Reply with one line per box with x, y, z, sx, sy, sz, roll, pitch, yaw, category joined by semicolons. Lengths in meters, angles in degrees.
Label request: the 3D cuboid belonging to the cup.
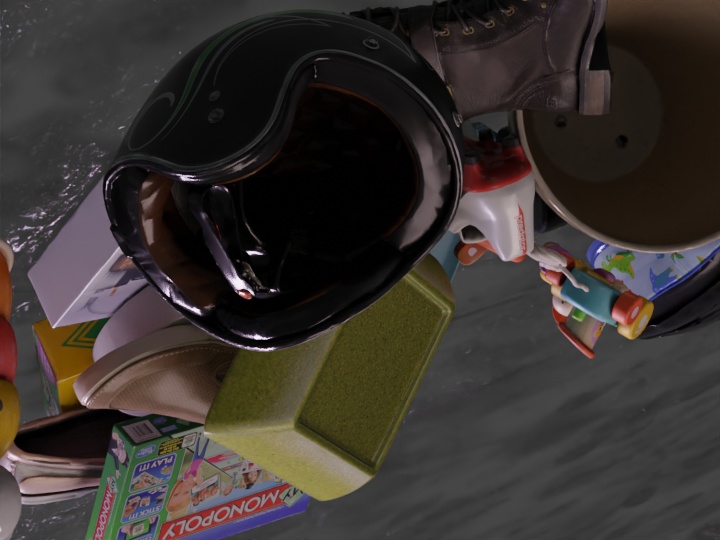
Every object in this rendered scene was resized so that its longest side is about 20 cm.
0.185;-0.113;1.634;0.200;0.201;0.143;-22;-175;-10;cup

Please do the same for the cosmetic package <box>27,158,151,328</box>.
-0.119;-0.039;1.613;0.151;0.052;0.200;-14;158;-40;cosmetic package

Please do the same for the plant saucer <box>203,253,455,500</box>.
-0.006;0.058;1.650;0.200;0.048;0.200;-64;149;-7;plant saucer

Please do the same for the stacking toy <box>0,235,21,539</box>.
-0.263;0.083;1.516;0.146;0.200;0.146;-23;162;-8;stacking toy

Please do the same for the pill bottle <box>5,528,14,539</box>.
-0.361;0.226;1.907;0.116;0.116;0.200;-13;157;-34;pill bottle

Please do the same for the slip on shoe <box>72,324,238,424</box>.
-0.107;0.081;1.651;0.200;0.061;0.076;-3;149;-45;slip on shoe

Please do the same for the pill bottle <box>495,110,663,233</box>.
0.209;-0.101;1.772;0.200;0.112;0.112;-21;161;-13;pill bottle

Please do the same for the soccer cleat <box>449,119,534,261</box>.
0.065;-0.064;1.605;0.068;0.085;0.200;-20;-158;-16;soccer cleat

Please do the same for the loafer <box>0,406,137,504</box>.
-0.178;0.127;1.778;0.200;0.072;0.063;-14;151;-19;loafer

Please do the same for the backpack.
0.291;-0.041;1.982;0.200;0.147;0.183;-42;156;27;backpack

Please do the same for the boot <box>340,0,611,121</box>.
0.068;-0.159;1.478;0.174;0.069;0.200;-5;128;4;boot

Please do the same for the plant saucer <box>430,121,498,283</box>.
0.057;-0.015;1.775;0.200;0.019;0.070;-67;156;0;plant saucer

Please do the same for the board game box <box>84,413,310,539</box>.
-0.111;0.151;1.784;0.200;0.029;0.135;-15;135;-38;board game box

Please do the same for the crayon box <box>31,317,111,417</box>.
-0.162;0.068;1.830;0.172;0.058;0.200;-20;160;-13;crayon box

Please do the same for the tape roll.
-0.097;0.042;1.708;0.202;0.037;0.203;-23;158;-10;tape roll

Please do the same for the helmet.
-0.039;-0.065;1.423;0.191;0.200;0.200;-43;171;-28;helmet

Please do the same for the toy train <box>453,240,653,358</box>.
0.124;0.005;1.673;0.056;0.150;0.200;-61;-163;5;toy train
